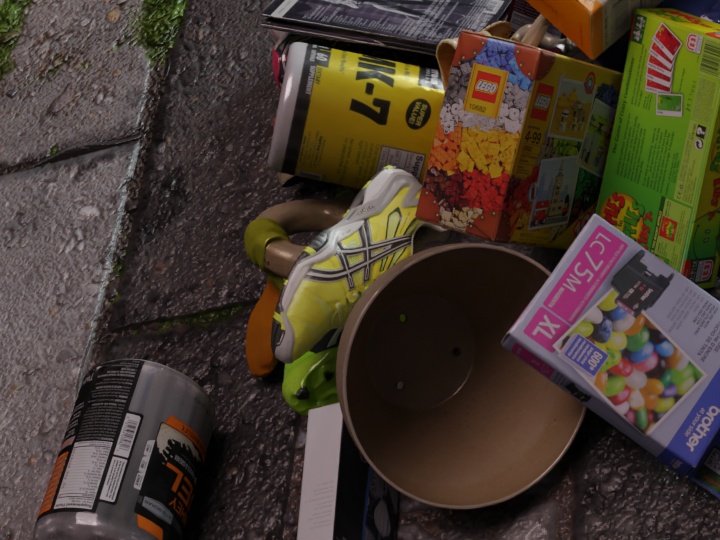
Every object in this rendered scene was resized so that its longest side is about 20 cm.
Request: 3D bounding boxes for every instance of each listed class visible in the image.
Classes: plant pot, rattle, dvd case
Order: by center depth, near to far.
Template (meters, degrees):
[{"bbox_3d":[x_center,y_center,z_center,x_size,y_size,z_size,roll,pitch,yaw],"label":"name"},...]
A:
[{"bbox_3d":[0.065,0.072,1.496,0.200,0.201,0.134,-44,16,-6],"label":"plant pot"},{"bbox_3d":[-0.008,0.000,1.696,0.129,0.144,0.199,3,19,40],"label":"rattle"},{"bbox_3d":[0.026,-0.233,1.720,0.198,0.016,0.149,12,29,13],"label":"dvd case"}]

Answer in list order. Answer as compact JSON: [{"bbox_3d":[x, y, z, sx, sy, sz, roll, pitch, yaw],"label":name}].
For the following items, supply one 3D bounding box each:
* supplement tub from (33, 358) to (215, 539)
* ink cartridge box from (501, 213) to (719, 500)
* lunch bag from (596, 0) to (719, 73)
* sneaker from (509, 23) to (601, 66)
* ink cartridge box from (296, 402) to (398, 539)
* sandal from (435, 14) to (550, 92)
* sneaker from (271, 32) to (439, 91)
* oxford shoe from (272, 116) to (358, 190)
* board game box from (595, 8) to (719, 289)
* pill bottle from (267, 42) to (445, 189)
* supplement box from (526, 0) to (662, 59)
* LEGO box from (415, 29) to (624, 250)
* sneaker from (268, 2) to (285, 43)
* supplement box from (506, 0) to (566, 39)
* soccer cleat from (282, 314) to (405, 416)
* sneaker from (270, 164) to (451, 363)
[{"bbox_3d":[-0.201,0.187,1.604,0.121,0.123,0.202,-6,53,29],"label":"supplement tub"},{"bbox_3d":[0.219,0.063,1.410,0.199,0.042,0.120,37,73,5],"label":"ink cartridge box"},{"bbox_3d":[0.293,-0.224,1.603,0.199,0.136,0.133,22,69,39],"label":"lunch bag"},{"bbox_3d":[0.182,-0.147,1.648,0.081,0.088,0.200,-44,44,-6],"label":"sneaker"},{"bbox_3d":[-0.011,0.212,1.475,0.039,0.100,0.202,-14,50,25],"label":"ink cartridge box"},{"bbox_3d":[0.090,-0.161,1.577,0.213,0.069,0.078,-60,6,-31],"label":"sandal"},{"bbox_3d":[0.016,-0.194,1.729,0.198,0.082,0.075,-5,0,-17],"label":"sneaker"},{"bbox_3d":[0.012,-0.112,1.764,0.198,0.070,0.076,-3,83,27],"label":"oxford shoe"},{"bbox_3d":[0.248,-0.096,1.504,0.101,0.047,0.202,28,116,45],"label":"board game box"},{"bbox_3d":[0.026,-0.124,1.653,0.198,0.115,0.115,11,54,-4],"label":"pill bottle"},{"bbox_3d":[0.214,-0.283,1.522,0.200,0.074,0.126,-41,66,-11],"label":"supplement box"},{"bbox_3d":[0.139,-0.098,1.516,0.077,0.199,0.150,18,98,31],"label":"LEGO box"},{"bbox_3d":[-0.024,-0.245,1.854,0.199,0.088,0.082,19,66,42],"label":"sneaker"},{"bbox_3d":[0.179,-0.285,1.685,0.060,0.200,0.110,19,62,4],"label":"supplement box"},{"bbox_3d":[0.017,0.050,1.618,0.199,0.068,0.081,-32,31,8],"label":"soccer cleat"},{"bbox_3d":[0.000,0.000,1.553,0.076,0.076,0.200,32,67,15],"label":"sneaker"}]
